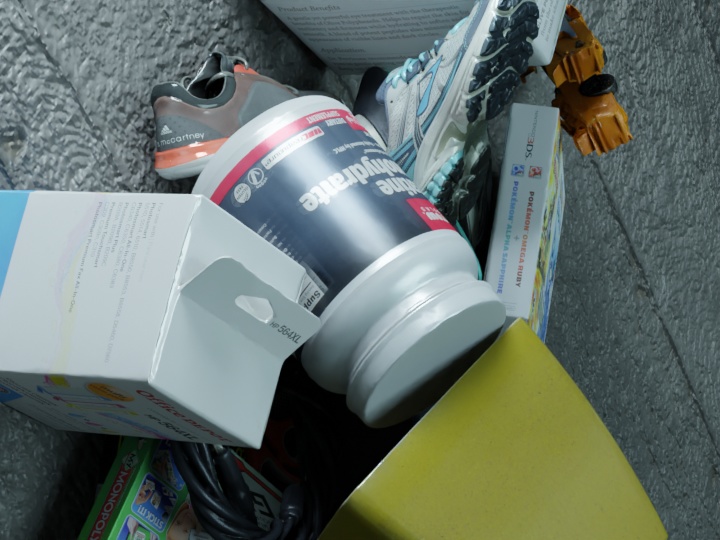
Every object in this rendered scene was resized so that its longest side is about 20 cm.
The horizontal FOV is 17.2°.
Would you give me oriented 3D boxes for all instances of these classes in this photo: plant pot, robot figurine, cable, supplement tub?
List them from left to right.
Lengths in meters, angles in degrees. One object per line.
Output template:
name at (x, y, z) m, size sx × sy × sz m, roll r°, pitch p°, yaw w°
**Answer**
cable at (-0.060, 0.121, 1.618) m, size 0.200 × 0.051 × 0.163 m, roll 29°, pitch 48°, yaw -57°
supplement tub at (-0.010, -0.007, 1.609) m, size 0.140 × 0.200 × 0.140 m, roll -35°, pitch 158°, yaw -16°
plant pot at (0.087, 0.191, 1.621) m, size 0.200 × 0.176 × 0.200 m, roll -44°, pitch 172°, yaw -33°
robot figurine at (0.159, -0.179, 1.966) m, size 0.058 × 0.200 × 0.145 m, roll -27°, pitch 121°, yaw -4°

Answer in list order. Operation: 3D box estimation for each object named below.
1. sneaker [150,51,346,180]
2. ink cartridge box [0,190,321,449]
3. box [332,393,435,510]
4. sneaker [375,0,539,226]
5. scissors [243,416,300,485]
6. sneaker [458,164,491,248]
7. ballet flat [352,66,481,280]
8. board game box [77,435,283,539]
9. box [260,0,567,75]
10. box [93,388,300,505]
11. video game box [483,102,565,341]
sneaker at (-0.077, -0.120, 1.696) m, size 0.200 × 0.077 × 0.082 m, roll -21°, pitch 99°, yaw -57°
ink cartridge box at (-0.140, 0.031, 1.499) m, size 0.129 × 0.200 × 0.125 m, roll 35°, pitch 64°, yaw -50°
box at (0.040, 0.142, 1.844) m, size 0.141 × 0.079 × 0.200 m, roll -48°, pitch 137°, yaw -56°
sneaker at (0.055, -0.128, 1.646) m, size 0.078 × 0.086 × 0.200 m, roll -17°, pitch 133°, yaw -58°
scissors at (-0.084, 0.106, 1.668) m, size 0.200 × 0.014 × 0.073 m, roll 48°, pitch 57°, yaw -50°
sneaker at (0.067, -0.105, 1.905) m, size 0.086 × 0.077 × 0.200 m, roll -37°, pitch 130°, yaw -61°
ballet flat at (0.023, -0.062, 1.738) m, size 0.073 × 0.073 × 0.200 m, roll 12°, pitch 49°, yaw -55°
board game box at (-0.110, 0.192, 1.623) m, size 0.200 × 0.029 × 0.135 m, roll 45°, pitch 59°, yaw -45°
box at (0.042, -0.270, 1.743) m, size 0.171 × 0.199 × 0.200 m, roll 40°, pitch 58°, yaw -48°
box at (-0.106, 0.123, 1.690) m, size 0.193 × 0.047 × 0.200 m, roll 21°, pitch 75°, yaw -53°
video game box at (0.135, -0.016, 1.953) m, size 0.200 × 0.047 × 0.183 m, roll 72°, pitch 24°, yaw -70°
